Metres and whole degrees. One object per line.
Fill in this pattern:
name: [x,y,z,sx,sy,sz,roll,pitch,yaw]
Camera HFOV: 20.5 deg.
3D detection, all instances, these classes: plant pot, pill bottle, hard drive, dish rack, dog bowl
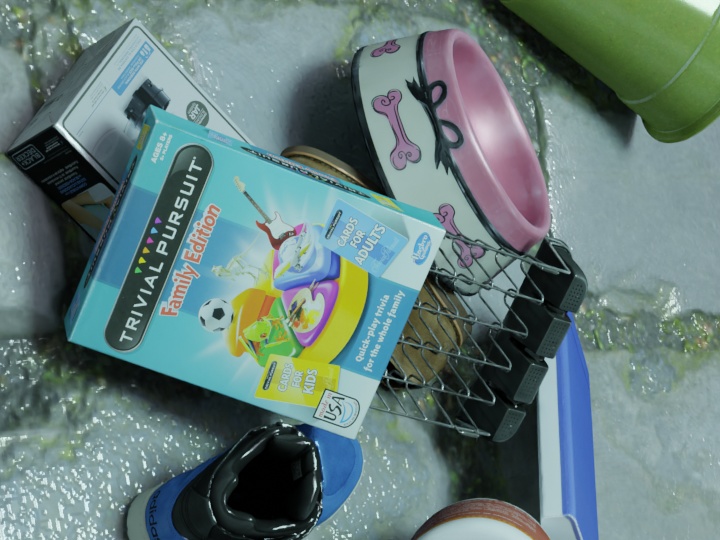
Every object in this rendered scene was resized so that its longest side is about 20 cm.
plant pot: [0.219,-0.236,1.652,0.189,0.200,0.201,25,57,-19]
pill bottle: [0.079,0.210,1.318,0.200,0.112,0.113,5,64,-84]
hard drive: [0.152,0.128,1.468,0.132,0.025,0.201,67,19,-50]
dish rack: [0.056,0.037,1.376,0.199,0.055,0.154,15,106,-34]
dog bowl: [0.072,-0.087,1.457,0.200,0.073,0.201,53,22,-32]

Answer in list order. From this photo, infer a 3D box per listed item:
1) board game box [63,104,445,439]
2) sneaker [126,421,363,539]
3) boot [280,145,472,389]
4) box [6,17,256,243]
board game box: [-0.067,0.004,1.262,0.199,0.047,0.152,20,102,-16]
sneaker: [-0.045,0.136,1.287,0.199,0.111,0.077,-12,82,-45]
boot: [0.000,0.000,1.418,0.200,0.073,0.076,52,56,-18]
box: [-0.123,-0.053,1.323,0.200,0.060,0.117,48,48,-19]
